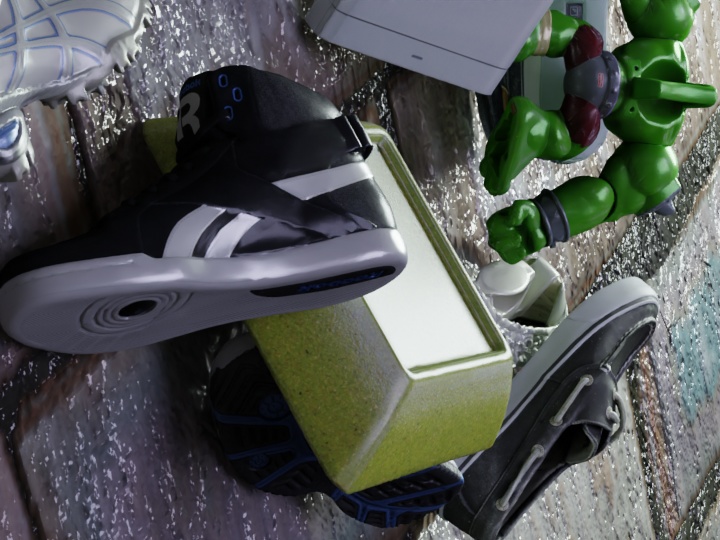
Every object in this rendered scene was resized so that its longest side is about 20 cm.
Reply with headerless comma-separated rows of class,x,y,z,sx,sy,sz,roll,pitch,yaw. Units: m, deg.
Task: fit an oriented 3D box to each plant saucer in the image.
plant saucer,0.000,0.000,1.207,0.200,0.048,0.200,61,23,10

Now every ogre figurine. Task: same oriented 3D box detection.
ogre figurine,0.136,-0.104,1.423,0.098,0.119,0.201,142,-50,-66

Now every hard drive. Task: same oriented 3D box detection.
hard drive,0.073,-0.195,1.318,0.131,0.201,0.027,15,28,-39

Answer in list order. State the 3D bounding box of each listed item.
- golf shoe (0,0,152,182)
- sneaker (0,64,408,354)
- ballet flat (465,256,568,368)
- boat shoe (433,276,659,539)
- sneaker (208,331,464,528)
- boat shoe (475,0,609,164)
golf shoe,-0.148,-0.101,0.970,0.098,0.078,0.200,67,29,-23
sneaker,-0.082,-0.032,1.082,0.199,0.073,0.112,-7,68,-35
ballet flat,0.090,0.024,1.461,0.200,0.071,0.072,-8,94,-66
boat shoe,0.121,0.086,1.445,0.200,0.064,0.071,-44,152,-23
sneaker,-0.021,0.070,1.247,0.200,0.075,0.077,40,25,-55
boat shoe,0.110,-0.167,1.512,0.070,0.091,0.202,2,93,-27
